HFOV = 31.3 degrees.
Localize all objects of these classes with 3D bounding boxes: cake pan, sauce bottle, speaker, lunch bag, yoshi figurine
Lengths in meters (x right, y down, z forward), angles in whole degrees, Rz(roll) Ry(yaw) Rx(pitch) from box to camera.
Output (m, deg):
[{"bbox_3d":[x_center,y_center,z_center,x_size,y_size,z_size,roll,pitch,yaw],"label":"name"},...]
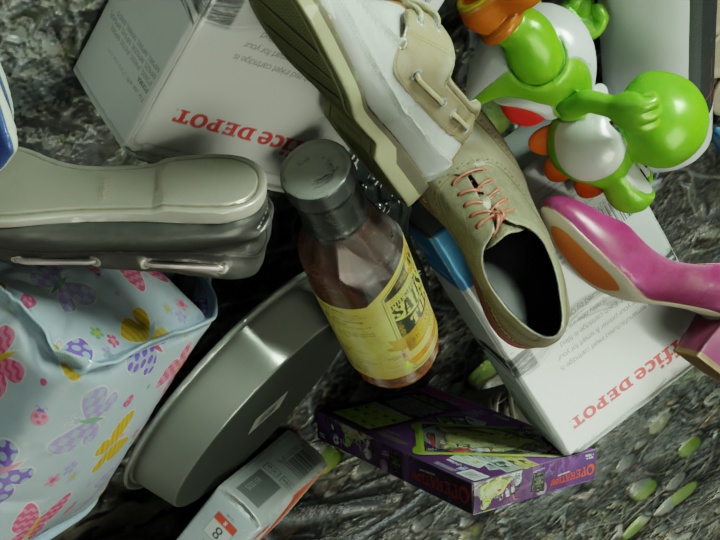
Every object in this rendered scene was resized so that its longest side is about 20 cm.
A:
[{"bbox_3d":[-0.075,0.082,0.862,0.200,0.037,0.200,-46,170,-11],"label":"cake pan"},{"bbox_3d":[0.000,0.000,0.759,0.066,0.066,0.200,-34,147,-6],"label":"sauce bottle"},{"bbox_3d":[0.203,-0.160,0.881,0.081,0.081,0.201,-30,142,-11],"label":"speaker"},{"bbox_3d":[-0.182,0.065,0.749,0.170,0.127,0.200,-55,166,19],"label":"lunch bag"},{"bbox_3d":[0.146,-0.125,0.798,0.200,0.112,0.113,47,66,-29],"label":"yoshi figurine"}]

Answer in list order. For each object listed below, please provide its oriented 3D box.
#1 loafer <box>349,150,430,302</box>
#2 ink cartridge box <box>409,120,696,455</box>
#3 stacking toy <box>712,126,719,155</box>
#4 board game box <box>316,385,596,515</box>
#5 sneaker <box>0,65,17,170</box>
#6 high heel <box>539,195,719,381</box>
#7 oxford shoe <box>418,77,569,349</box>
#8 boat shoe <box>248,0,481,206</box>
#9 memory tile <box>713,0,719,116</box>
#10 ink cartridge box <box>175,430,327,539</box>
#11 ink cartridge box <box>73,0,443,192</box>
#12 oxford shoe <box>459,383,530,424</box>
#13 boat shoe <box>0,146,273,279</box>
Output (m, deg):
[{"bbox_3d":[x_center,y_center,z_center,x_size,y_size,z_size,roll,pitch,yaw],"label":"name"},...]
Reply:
[{"bbox_3d":[-0.001,-0.040,0.839,0.068,0.070,0.201,-32,141,-15],"label":"loafer"},{"bbox_3d":[0.144,0.006,0.924,0.145,0.084,0.201,-35,110,-5],"label":"ink cartridge box"},{"bbox_3d":[0.384,-0.141,1.028,0.201,0.116,0.110,-53,158,7],"label":"stacking toy"},{"bbox_3d":[0.068,0.132,0.983,0.119,0.199,0.033,-13,106,-32],"label":"board game box"},{"bbox_3d":[-0.217,-0.115,0.564,0.075,0.088,0.200,-40,142,5],"label":"sneaker"},{"bbox_3d":[0.209,-0.014,0.861,0.199,0.067,0.096,36,82,-18],"label":"high heel"},{"bbox_3d":[0.081,-0.044,0.812,0.070,0.201,0.075,-31,-178,-4],"label":"oxford shoe"},{"bbox_3d":[0.006,-0.110,0.639,0.068,0.075,0.200,-43,151,-3],"label":"boat shoe"},{"bbox_3d":[0.308,-0.214,0.966,0.153,0.017,0.200,-38,143,-1],"label":"memory tile"},{"bbox_3d":[-0.119,0.224,0.973,0.201,0.050,0.162,-54,172,15],"label":"ink cartridge box"},{"bbox_3d":[-0.040,-0.149,0.682,0.145,0.085,0.201,10,121,-45],"label":"ink cartridge box"},{"bbox_3d":[0.128,0.122,1.062,0.057,0.076,0.199,3,163,-34],"label":"oxford shoe"},{"bbox_3d":[-0.142,-0.022,0.641,0.198,0.067,0.057,2,130,0],"label":"boat shoe"}]
